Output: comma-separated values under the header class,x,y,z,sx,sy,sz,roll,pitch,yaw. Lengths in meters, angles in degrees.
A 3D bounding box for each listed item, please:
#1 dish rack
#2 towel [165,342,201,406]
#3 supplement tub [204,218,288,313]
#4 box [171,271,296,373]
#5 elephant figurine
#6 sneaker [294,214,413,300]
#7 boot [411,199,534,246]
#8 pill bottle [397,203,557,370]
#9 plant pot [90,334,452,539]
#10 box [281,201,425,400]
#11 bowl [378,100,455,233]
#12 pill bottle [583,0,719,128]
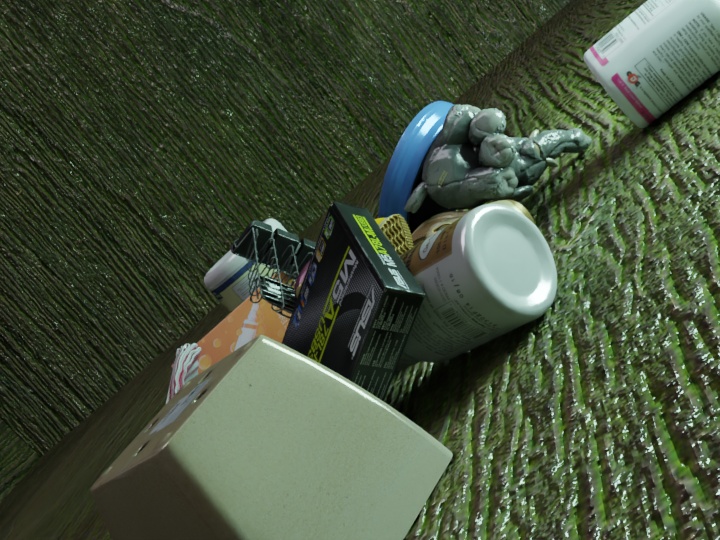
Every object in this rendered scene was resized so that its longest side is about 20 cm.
class,x,y,z,sx,sy,sz,roll,pitch,yaw
dish rack,-0.071,0.019,1.198,0.055,0.153,0.200,-61,23,23
towel,-0.204,0.204,1.190,0.030,0.200,0.146,-1,23,-4
supplement tub,-0.117,0.039,1.497,0.145,0.200,0.145,-41,9,8
box,-0.121,0.115,1.302,0.200,0.124,0.097,-42,-30,5
elephant figurine,0.177,-0.125,1.266,0.155,0.142,0.200,9,2,34
sneaker,-0.023,0.000,1.147,0.090,0.075,0.200,-12,13,41
boot,0.093,-0.001,1.173,0.200,0.073,0.155,-15,26,47
pill bottle,0.081,0.025,0.968,0.200,0.114,0.114,-33,13,47
plant pot,-0.086,0.172,0.788,0.200,0.177,0.200,-34,12,47
box,-0.018,0.061,0.966,0.193,0.047,0.200,-116,43,-60
bowl,0.093,-0.122,1.325,0.201,0.039,0.201,-46,-31,-39
pill bottle,0.365,-0.265,1.137,0.200,0.113,0.113,-39,9,21
